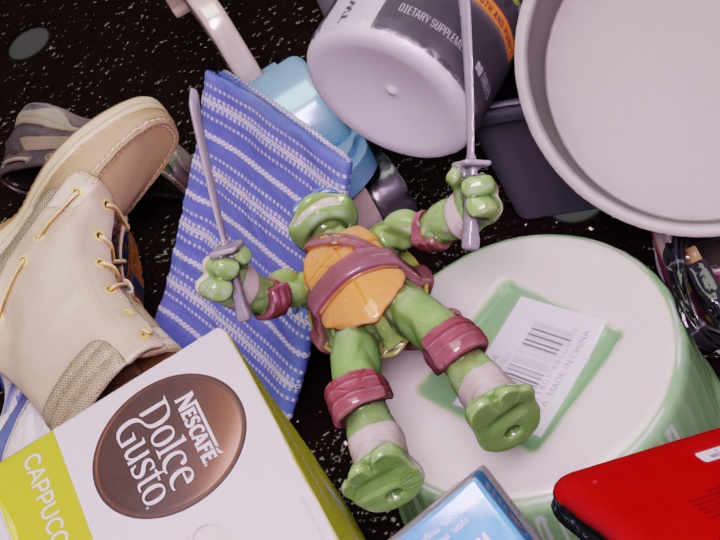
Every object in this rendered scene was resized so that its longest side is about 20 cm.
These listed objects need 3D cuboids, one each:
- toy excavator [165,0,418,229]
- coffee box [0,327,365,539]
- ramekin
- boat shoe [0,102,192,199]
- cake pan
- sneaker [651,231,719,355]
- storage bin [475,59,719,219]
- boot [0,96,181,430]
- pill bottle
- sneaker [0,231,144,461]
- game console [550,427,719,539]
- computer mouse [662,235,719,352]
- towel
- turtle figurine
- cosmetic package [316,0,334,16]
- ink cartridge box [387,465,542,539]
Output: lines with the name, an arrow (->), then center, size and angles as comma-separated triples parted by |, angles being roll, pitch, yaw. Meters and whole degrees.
toy excavator -> -0.065, -0.118, 0.997 | 0.099, 0.201, 0.195 | -31, 33, -3
coffee box -> -0.078, 0.193, 0.742 | 0.197, 0.201, 0.200 | -31, 47, -3
ramekin -> 0.099, 0.076, 0.828 | 0.198, 0.098, 0.201 | -13, 48, 15
boat shoe -> -0.193, -0.070, 1.111 | 0.199, 0.074, 0.074 | 12, 68, 42
cake pan -> 0.183, -0.115, 0.810 | 0.198, 0.037, 0.203 | -2, 82, 12
sneaker -> 0.236, 0.023, 0.815 | 0.075, 0.090, 0.199 | -45, 48, -15
storage bin -> 0.157, -0.120, 0.940 | 0.198, 0.135, 0.147 | -8, 50, 17
boot -> -0.153, 0.001, 0.930 | 0.155, 0.073, 0.200 | 37, 79, 30
pill bottle -> 0.057, -0.172, 0.864 | 0.105, 0.107, 0.201 | 11, 58, 31
sneaker -> -0.204, 0.049, 1.006 | 0.087, 0.076, 0.202 | -6, 50, 20
game console -> 0.201, 0.158, 0.665 | 0.198, 0.120, 0.172 | -10, 28, -31
computer mouse -> 0.212, 0.065, 0.772 | 0.034, 0.058, 0.201 | -35, 72, 30
towel -> -0.073, -0.007, 0.933 | 0.024, 0.202, 0.145 | -8, 33, -40
turtle figurine -> 0.000, 0.000, 0.731 | 0.143, 0.201, 0.195 | -5, 48, -28
cosmetic package -> 0.064, -0.229, 1.027 | 0.198, 0.201, 0.123 | -31, 46, -3
ink cartridge box -> 0.090, 0.189, 0.677 | 0.068, 0.115, 0.201 | -38, 82, 3
